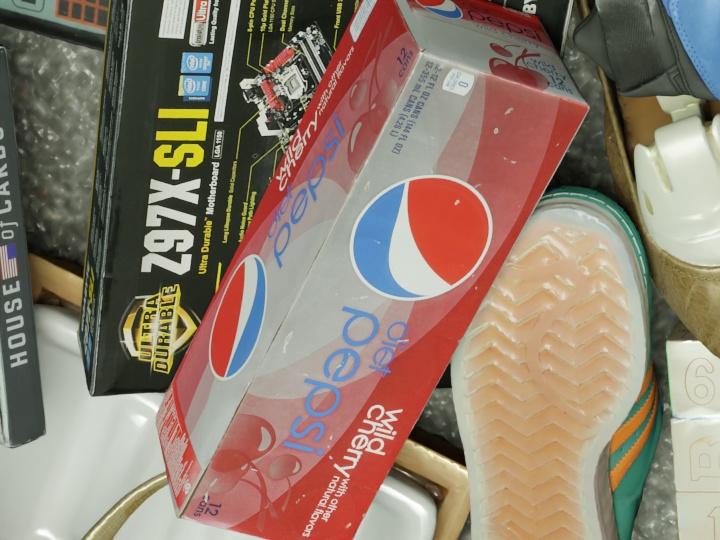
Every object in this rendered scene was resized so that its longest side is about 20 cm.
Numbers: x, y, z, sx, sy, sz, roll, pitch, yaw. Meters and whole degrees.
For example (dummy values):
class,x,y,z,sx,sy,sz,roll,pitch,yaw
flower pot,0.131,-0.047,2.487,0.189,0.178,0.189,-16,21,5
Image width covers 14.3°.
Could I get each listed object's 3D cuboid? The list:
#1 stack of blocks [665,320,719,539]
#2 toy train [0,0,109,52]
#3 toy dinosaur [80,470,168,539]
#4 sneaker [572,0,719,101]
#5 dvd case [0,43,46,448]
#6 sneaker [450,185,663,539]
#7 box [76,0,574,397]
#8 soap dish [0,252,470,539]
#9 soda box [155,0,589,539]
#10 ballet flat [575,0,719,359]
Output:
class,x,y,z,sx,sy,sz,roll,pitch,yaw
stack of blocks,0.152,0.113,1.068,0.058,0.115,0.201,-1,104,15
toy train,-0.051,-0.129,1.079,0.199,0.085,0.114,15,122,8
toy dinosaur,-0.132,0.151,1.085,0.058,0.101,0.201,26,101,37
sneaker,0.108,-0.154,0.938,0.111,0.077,0.201,-2,95,22
dvd case,-0.195,-0.021,1.122,0.199,0.025,0.151,11,111,46
sneaker,0.075,0.040,1.061,0.071,0.080,0.201,11,130,11
box,-0.015,-0.047,1.035,0.159,0.049,0.201,0,125,-12
soap dish,-0.066,0.099,1.142,0.199,0.081,0.158,26,110,8
soda box,0.000,0.000,1.000,0.070,0.064,0.201,16,118,-25
ballet flat,0.113,-0.061,1.009,0.068,0.072,0.201,-17,71,12
